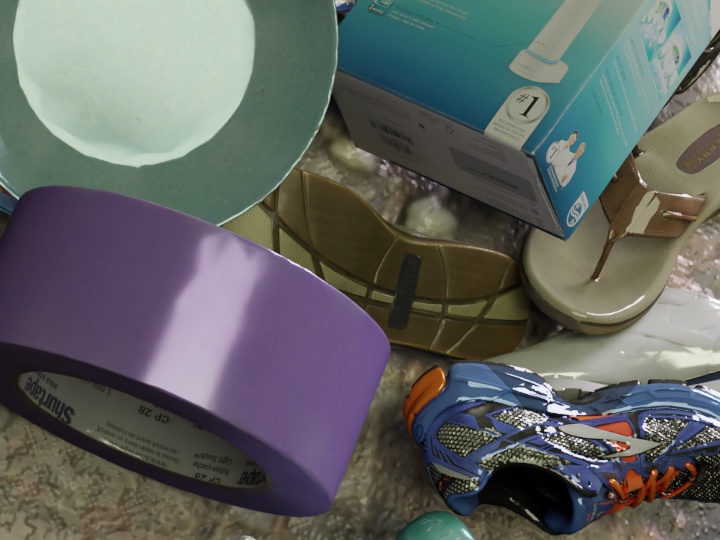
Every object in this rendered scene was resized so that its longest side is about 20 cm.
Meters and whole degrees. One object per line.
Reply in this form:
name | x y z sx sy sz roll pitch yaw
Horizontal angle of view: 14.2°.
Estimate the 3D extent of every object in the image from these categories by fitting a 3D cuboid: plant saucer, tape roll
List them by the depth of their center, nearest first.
tape roll | -0.091 0.042 1.405 0.199 0.200 0.085 25 74 -12
plant saucer | -0.111 -0.115 1.446 0.200 0.039 0.202 -1 95 -9

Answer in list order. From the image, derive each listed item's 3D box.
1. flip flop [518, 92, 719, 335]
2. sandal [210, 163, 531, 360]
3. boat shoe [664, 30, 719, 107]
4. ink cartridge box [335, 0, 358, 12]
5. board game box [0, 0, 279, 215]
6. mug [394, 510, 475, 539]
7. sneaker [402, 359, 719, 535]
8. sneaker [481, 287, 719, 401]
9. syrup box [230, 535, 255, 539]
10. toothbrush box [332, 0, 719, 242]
flip flop | 0.159 -0.041 1.557 0.081 0.058 0.200 39 60 21
sandal | 0.000 0.000 1.522 0.199 0.054 0.081 17 89 -31
boat shoe | 0.162 -0.132 1.590 0.072 0.066 0.201 47 70 -5
ink cartridge box | -0.064 -0.226 1.549 0.119 0.042 0.201 -10 81 -19
board game box | -0.118 -0.108 1.483 0.151 0.037 0.201 29 88 -11
mug | 0.082 0.222 1.473 0.151 0.114 0.186 5 78 -16
sneaker | 0.119 0.104 1.485 0.199 0.075 0.079 5 51 -13
sneaker | 0.139 0.053 1.555 0.199 0.077 0.081 -3 58 -15
syrup box | -0.070 0.187 1.384 0.079 0.200 0.082 35 73 -9
toothbrush box | 0.096 -0.137 1.524 0.146 0.085 0.200 24 68 30
